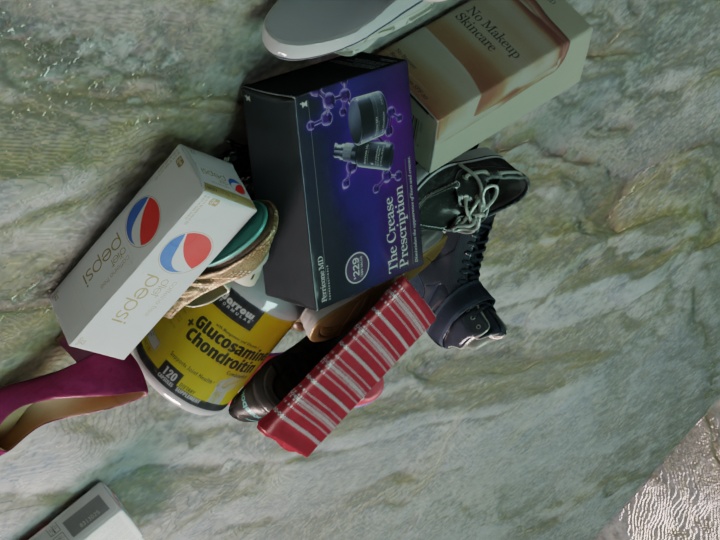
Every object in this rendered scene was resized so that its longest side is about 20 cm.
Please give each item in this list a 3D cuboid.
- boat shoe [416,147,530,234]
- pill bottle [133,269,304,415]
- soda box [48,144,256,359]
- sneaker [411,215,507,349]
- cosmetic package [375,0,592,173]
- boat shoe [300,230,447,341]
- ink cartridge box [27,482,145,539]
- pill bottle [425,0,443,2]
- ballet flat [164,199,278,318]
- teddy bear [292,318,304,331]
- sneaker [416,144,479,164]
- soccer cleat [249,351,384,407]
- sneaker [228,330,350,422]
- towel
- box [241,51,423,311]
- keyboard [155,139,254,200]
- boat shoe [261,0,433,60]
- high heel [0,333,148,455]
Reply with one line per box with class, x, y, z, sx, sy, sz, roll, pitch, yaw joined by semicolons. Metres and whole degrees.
boat shoe;0.100;-0.070;1.672;0.199;0.068;0.074;-16;132;-54
pill bottle;-0.123;0.036;1.639;0.200;0.112;0.112;-51;155;17
soda box;-0.184;-0.014;1.485;0.068;0.064;0.200;19;121;-47
sneaker;0.137;-0.001;1.946;0.202;0.146;0.077;-52;153;17
cosmetic package;0.115;-0.196;1.637;0.200;0.103;0.087;-33;156;-24
boat shoe;0.000;0.000;1.660;0.200;0.069;0.071;-36;166;-41
ink cartridge box;-0.325;0.326;1.910;0.162;0.050;0.200;-38;164;-11
pill bottle;0.117;-0.309;1.433;0.200;0.116;0.116;-26;152;-32
ballet flat;-0.130;-0.007;1.532;0.200;0.071;0.065;-22;136;39
teddy bear;-0.026;-0.003;1.756;0.200;0.067;0.145;-37;177;-20
sneaker;0.050;-0.112;1.684;0.200;0.076;0.088;-33;171;-22
soccer cleat;-0.074;0.117;1.815;0.200;0.067;0.076;-1;171;3
sneaker;-0.056;0.101;1.717;0.079;0.075;0.200;-32;173;41
towel;-0.013;0.095;1.623;0.200;0.022;0.145;-47;160;-2
box;-0.022;-0.083;1.530;0.141;0.079;0.200;-22;117;-36
keyboard;-0.117;-0.076;1.554;0.200;0.040;0.104;-15;144;-49
boat shoe;-0.006;-0.217;1.460;0.200;0.071;0.070;-35;153;-34
high heel;-0.293;0.140;1.568;0.200;0.096;0.067;-45;156;4
